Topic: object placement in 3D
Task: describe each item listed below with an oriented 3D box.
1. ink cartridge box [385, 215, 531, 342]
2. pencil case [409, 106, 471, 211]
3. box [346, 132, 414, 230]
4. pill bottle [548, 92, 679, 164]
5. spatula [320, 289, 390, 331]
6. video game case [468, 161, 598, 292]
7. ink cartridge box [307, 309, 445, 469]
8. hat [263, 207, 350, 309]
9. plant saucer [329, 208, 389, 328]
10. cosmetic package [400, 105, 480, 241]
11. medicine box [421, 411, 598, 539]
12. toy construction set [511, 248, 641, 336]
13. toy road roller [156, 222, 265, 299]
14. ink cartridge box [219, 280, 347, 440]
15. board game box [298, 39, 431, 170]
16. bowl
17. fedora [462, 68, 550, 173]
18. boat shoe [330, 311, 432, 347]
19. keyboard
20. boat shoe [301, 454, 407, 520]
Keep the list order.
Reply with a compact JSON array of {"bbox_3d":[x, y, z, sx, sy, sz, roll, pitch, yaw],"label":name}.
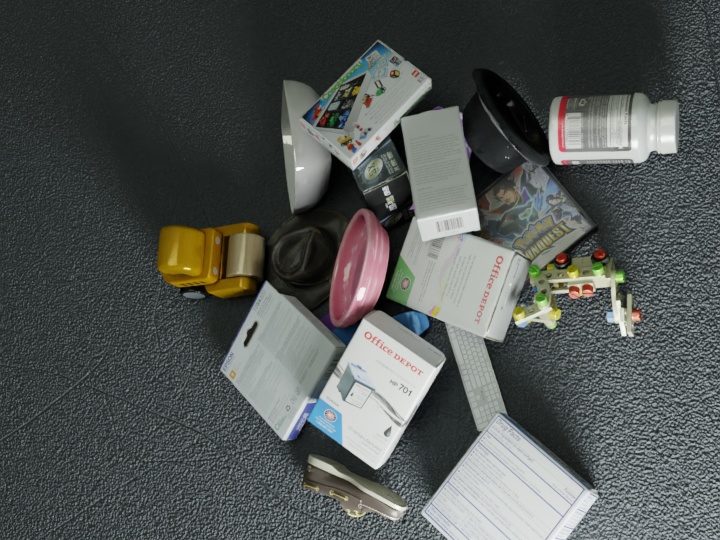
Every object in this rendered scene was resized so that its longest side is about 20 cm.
[{"bbox_3d":[0.161,0.013,1.559,0.198,0.087,0.148,21,91,33],"label":"ink cartridge box"},{"bbox_3d":[0.144,-0.182,1.636,0.083,0.085,0.204,-13,58,48],"label":"pencil case"},{"bbox_3d":[0.018,-0.194,1.655,0.085,0.164,0.203,-24,66,0],"label":"box"},{"bbox_3d":[0.411,-0.229,1.536,0.196,0.111,0.113,2,74,23],"label":"pill bottle"},{"bbox_3d":[0.006,0.067,1.665,0.198,0.021,0.057,-30,55,9],"label":"spatula"},{"bbox_3d":[0.267,-0.074,1.597,0.199,0.025,0.182,-39,63,8],"label":"video game case"},{"bbox_3d":[0.026,0.191,1.540,0.145,0.086,0.202,32,106,12],"label":"ink cartridge box"},{"bbox_3d":[-0.105,-0.034,1.711,0.197,0.081,0.205,-7,70,21],"label":"hat"},{"bbox_3d":[0.000,0.000,1.595,0.050,0.200,0.205,14,77,-14],"label":"plant saucer"},{"bbox_3d":[0.129,-0.158,1.542,0.099,0.072,0.203,-10,62,8],"label":"cosmetic package"},{"bbox_3d":[0.227,0.354,1.439,0.182,0.103,0.201,39,91,28],"label":"medicine box"},{"bbox_3d":[0.343,0.038,1.493,0.196,0.093,0.133,5,51,16],"label":"toy construction set"},{"bbox_3d":[-0.284,-0.025,1.740,0.197,0.145,0.125,-7,71,28],"label":"toy road roller"},{"bbox_3d":[-0.138,0.155,1.657,0.200,0.043,0.198,42,111,32],"label":"ink cartridge box"},{"bbox_3d":[0.009,-0.279,1.582,0.126,0.035,0.200,40,79,21],"label":"board game box"},{"bbox_3d":[-0.098,-0.222,1.717,0.073,0.200,0.204,-5,68,-7],"label":"bowl"},{"bbox_3d":[0.228,-0.236,1.582,0.091,0.199,0.203,-40,62,28],"label":"fedora"},{"bbox_3d":[0.032,0.122,1.614,0.196,0.068,0.086,-10,80,23],"label":"boat shoe"},{"bbox_3d":[0.190,0.160,1.566,0.055,0.011,0.203,-22,67,15],"label":"keyboard"},{"bbox_3d":[-0.013,0.367,1.557,0.197,0.072,0.061,20,88,30],"label":"boat shoe"}]
